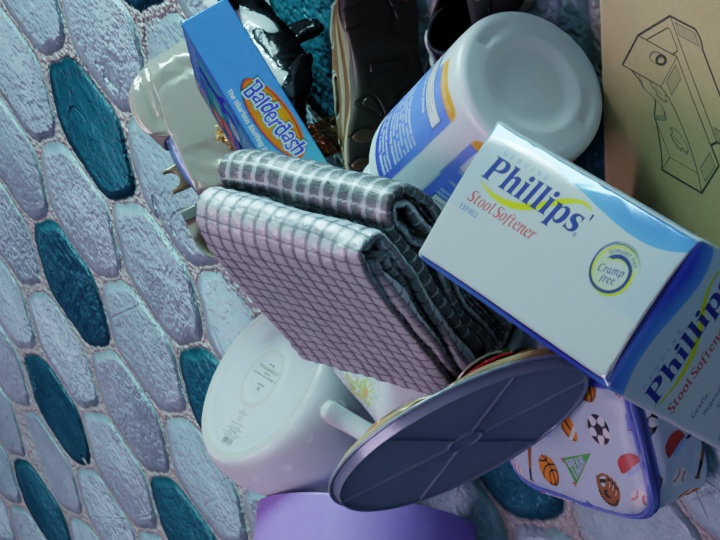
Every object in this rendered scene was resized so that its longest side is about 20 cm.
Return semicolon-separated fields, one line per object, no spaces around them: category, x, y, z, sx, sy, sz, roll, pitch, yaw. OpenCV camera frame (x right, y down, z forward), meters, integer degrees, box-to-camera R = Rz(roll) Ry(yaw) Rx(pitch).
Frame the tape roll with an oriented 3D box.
tape roll;0.002;0.251;1.755;0.200;0.199;0.066;151;129;-64

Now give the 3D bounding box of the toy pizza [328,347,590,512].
toy pizza;0.065;0.104;1.345;0.032;0.199;0.200;64;156;22

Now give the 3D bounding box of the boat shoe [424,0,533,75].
boat shoe;0.070;-0.169;1.384;0.072;0.067;0.200;54;155;18

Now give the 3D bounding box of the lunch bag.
lunch bag;0.163;0.092;1.450;0.200;0.075;0.161;9;120;58

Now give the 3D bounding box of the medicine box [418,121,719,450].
medicine box;0.170;0.017;1.218;0.200;0.103;0.182;27;-174;-46

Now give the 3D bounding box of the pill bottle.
pill bottle;0.073;-0.085;1.356;0.112;0.112;0.200;59;149;7

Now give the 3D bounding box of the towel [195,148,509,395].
towel;0.000;0.000;1.362;0.165;0.086;0.200;14;155;38

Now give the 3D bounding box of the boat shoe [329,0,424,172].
boat shoe;0.014;-0.132;1.497;0.074;0.075;0.201;-164;72;-73

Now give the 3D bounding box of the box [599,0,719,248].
box;0.209;-0.107;1.233;0.163;0.021;0.201;37;145;44

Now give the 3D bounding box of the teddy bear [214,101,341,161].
teddy bear;-0.060;-0.073;1.654;0.144;0.067;0.201;-13;85;38

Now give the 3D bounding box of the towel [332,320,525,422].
towel;0.060;0.034;1.485;0.201;0.048;0.171;-64;33;17

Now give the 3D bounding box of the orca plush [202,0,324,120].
orca plush;-0.064;-0.193;1.592;0.106;0.071;0.200;62;172;-22

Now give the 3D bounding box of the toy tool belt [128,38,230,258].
toy tool belt;-0.124;-0.108;1.773;0.201;0.124;0.123;64;-174;4

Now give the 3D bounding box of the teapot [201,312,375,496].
teapot;-0.036;0.130;1.773;0.197;0.201;0.146;-35;126;30

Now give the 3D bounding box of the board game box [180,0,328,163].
board game box;-0.068;-0.097;1.541;0.201;0.045;0.152;59;173;12
